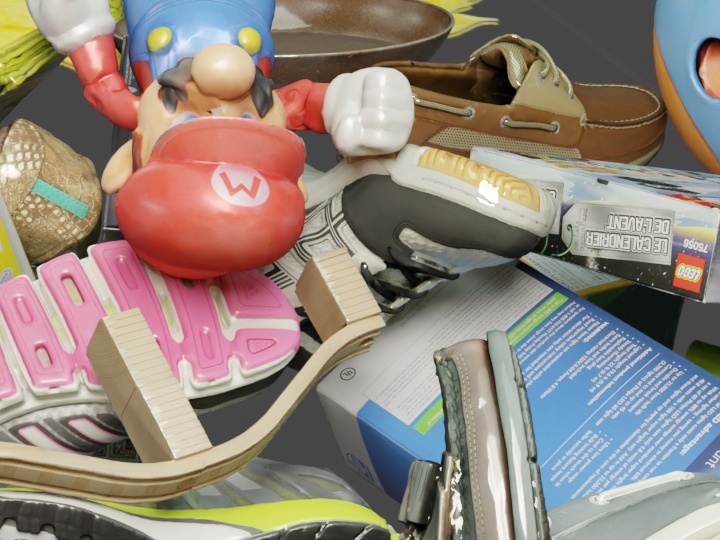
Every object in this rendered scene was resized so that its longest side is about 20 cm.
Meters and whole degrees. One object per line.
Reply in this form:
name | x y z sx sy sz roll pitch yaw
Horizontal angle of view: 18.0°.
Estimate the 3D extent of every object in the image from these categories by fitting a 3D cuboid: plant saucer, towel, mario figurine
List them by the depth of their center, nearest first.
mario figurine | -0.054 -0.086 0.874 0.123 0.106 0.201 -27 42 16
towel | -0.178 -0.054 0.993 0.018 0.200 0.086 54 43 -1
plant saucer | -0.046 -0.128 1.284 0.199 0.032 0.200 1 17 0

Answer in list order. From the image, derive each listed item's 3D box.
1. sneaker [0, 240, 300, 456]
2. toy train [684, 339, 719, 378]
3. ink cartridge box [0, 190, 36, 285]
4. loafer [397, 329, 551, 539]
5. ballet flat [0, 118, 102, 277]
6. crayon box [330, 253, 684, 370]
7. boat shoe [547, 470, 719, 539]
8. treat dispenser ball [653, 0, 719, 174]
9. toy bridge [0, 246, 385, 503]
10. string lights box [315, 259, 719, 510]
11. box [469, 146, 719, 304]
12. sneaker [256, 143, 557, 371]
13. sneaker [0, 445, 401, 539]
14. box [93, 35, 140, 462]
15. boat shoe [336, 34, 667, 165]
sneaker | -0.121 0.050 0.882 0.199 0.088 0.074 -15 55 -15
toy train | 0.194 0.054 1.007 0.115 0.085 0.200 7 24 27
ink cartridge box | -0.228 -0.030 0.912 0.196 0.201 0.047 19 58 18
loafer | 0.034 0.121 0.719 0.062 0.202 0.072 -8 -8 4
ballet flat | -0.150 -0.021 1.004 0.065 0.071 0.200 26 -6 -11
crayon box | 0.039 0.009 1.065 0.199 0.052 0.126 -12 34 -35
boat shoe | 0.055 0.125 0.794 0.199 0.073 0.062 -22 22 -1
treat dispenser ball | 0.257 -0.127 1.224 0.199 0.202 0.201 7 27 -4
toy bridge | -0.075 0.047 0.809 0.199 0.027 0.067 -17 65 -32
string lights box | 0.088 0.076 0.902 0.103 0.059 0.200 -41 50 -19
box | 0.158 -0.015 0.966 0.199 0.040 0.136 3 10 -43
sneaker | 0.000 0.000 0.918 0.075 0.088 0.199 23 -16 -36
sneaker | -0.082 0.102 0.845 0.199 0.074 0.081 7 20 -20
box | -0.097 -0.015 1.005 0.034 0.111 0.200 5 27 -6
boat shoe | 0.083 -0.086 1.232 0.199 0.074 0.076 -9 32 -30
